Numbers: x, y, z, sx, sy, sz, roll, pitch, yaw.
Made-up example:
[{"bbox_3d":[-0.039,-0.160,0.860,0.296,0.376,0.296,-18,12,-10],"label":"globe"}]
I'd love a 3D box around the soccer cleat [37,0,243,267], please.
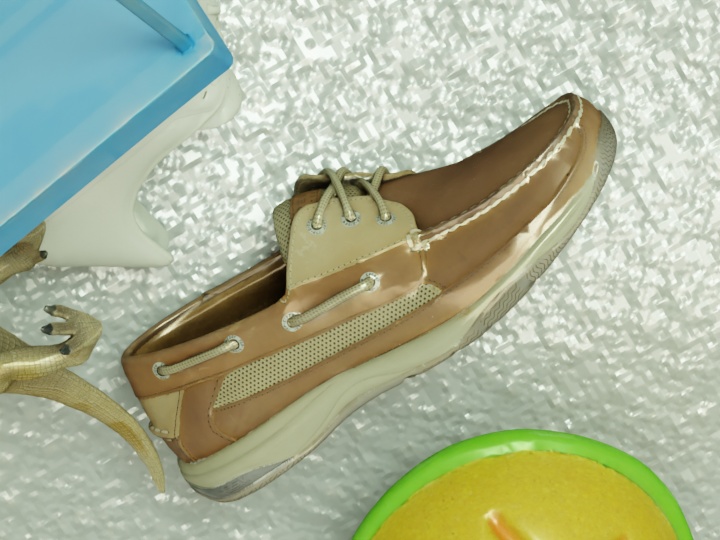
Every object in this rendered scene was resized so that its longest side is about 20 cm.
[{"bbox_3d":[-0.074,-0.089,0.836,0.085,0.069,0.200,14,113,-16],"label":"soccer cleat"}]

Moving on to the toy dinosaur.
[{"bbox_3d":[-0.132,0.025,0.827,0.200,0.058,0.101,10,144,-38],"label":"toy dinosaur"}]

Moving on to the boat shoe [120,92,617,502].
[{"bbox_3d":[0.000,0.000,0.864,0.200,0.076,0.072,-38,105,10],"label":"boat shoe"}]

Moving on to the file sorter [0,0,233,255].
[{"bbox_3d":[-0.161,-0.109,0.735,0.139,0.200,0.123,-39,151,11],"label":"file sorter"}]

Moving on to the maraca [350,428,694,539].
[{"bbox_3d":[0.050,0.149,0.901,0.137,0.107,0.200,11,110,-6],"label":"maraca"}]
